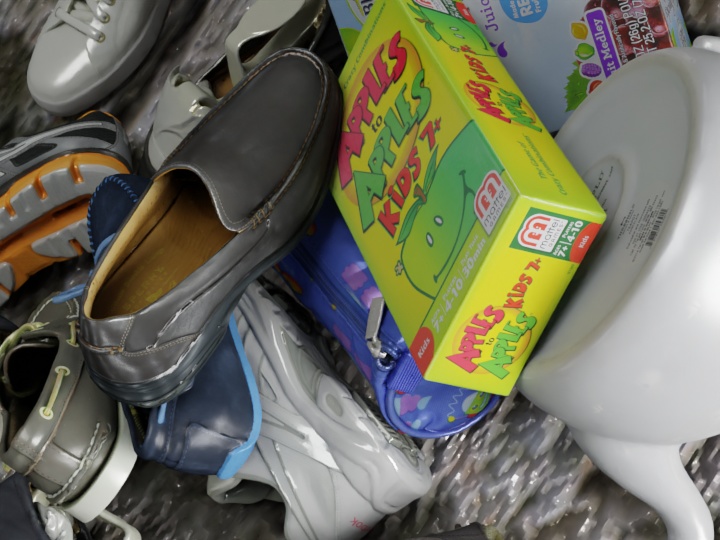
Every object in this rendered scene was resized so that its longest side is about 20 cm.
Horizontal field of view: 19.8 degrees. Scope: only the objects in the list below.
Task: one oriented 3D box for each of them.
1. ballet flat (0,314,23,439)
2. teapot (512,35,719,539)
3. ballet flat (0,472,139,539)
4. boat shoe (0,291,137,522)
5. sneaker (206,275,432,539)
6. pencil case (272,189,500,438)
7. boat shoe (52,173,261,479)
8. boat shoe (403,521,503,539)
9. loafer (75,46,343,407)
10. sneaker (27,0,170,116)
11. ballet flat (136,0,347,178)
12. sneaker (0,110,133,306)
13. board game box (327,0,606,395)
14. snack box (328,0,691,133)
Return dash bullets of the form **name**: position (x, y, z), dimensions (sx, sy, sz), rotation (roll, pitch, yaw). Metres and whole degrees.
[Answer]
- **ballet flat**: position (-0.235, 0.111, 1.147), dimensions (0.073, 0.073, 0.201), rotation (6, 67, 28)
- **teapot**: position (0.166, -0.001, 0.963), dimensions (0.200, 0.146, 0.198), rotation (-48, 26, 40)
- **ballet flat**: position (-0.131, 0.168, 1.060), dimensions (0.073, 0.073, 0.200), rotation (-47, 54, -1)
- **boat shoe**: position (-0.161, 0.057, 1.092), dimensions (0.072, 0.060, 0.202), rotation (-52, 24, 13)
- **sneaker**: position (-0.055, 0.070, 1.076), dimensions (0.099, 0.078, 0.200), rotation (-44, 54, 6)
- **pencil case**: position (0.000, 0.000, 1.068), dimensions (0.078, 0.087, 0.200), rotation (-54, 49, 19)
- **boat shoe**: position (-0.109, 0.017, 1.052), dimensions (0.200, 0.068, 0.084), rotation (58, 132, 44)
- **boat shoe**: position (0.056, 0.155, 0.989), dimensions (0.199, 0.073, 0.065), rotation (9, 60, 25)
- **loafer**: position (-0.069, -0.031, 0.991), dimensions (0.073, 0.072, 0.201), rotation (21, 69, 18)
- **sneaker**: position (-0.149, -0.191, 1.237), dimensions (0.073, 0.085, 0.200), rotation (29, 83, 31)
- **ballet flat**: position (-0.073, -0.103, 1.167), dimensions (0.068, 0.068, 0.200), rotation (38, 87, 33)
- **sneaker**: position (-0.213, -0.032, 1.207), dimensions (0.199, 0.078, 0.077), rotation (-19, 38, 18)
- **board game box**: position (0.039, -0.044, 0.977), dimensions (0.102, 0.047, 0.200), rotation (-64, 30, 26)
- **snack box**: position (0.065, -0.168, 1.064), dimensions (0.168, 0.068, 0.201), rotation (-14, 105, 19)
